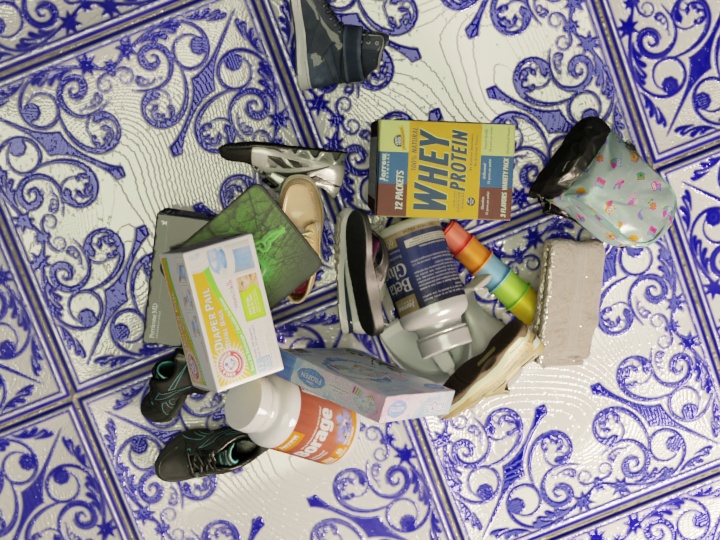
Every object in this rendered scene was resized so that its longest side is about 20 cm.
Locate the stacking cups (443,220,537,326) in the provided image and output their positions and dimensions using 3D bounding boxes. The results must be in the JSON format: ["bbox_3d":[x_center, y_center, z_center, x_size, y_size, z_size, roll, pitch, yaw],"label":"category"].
[{"bbox_3d":[0.208,-0.001,1.692,0.061,0.061,0.200,-45,94,3],"label":"stacking cups"}]

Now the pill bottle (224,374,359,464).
[{"bbox_3d":[-0.104,0.221,1.632,0.199,0.112,0.113,24,96,-41],"label":"pill bottle"}]

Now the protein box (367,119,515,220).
[{"bbox_3d":[0.113,-0.152,1.595,0.195,0.200,0.137,2,97,-2],"label":"protein box"}]

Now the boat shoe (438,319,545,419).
[{"bbox_3d":[0.198,0.167,1.640,0.076,0.072,0.200,38,112,-20],"label":"boat shoe"}]

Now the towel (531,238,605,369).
[{"bbox_3d":[0.322,0.051,1.677,0.131,0.034,0.203,0,99,-41],"label":"towel"}]

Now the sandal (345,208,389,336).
[{"bbox_3d":[0.015,-0.002,1.612,0.047,0.075,0.203,-18,117,-23],"label":"sandal"}]

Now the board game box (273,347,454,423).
[{"bbox_3d":[0.007,0.165,1.590,0.197,0.199,0.044,19,97,33],"label":"board game box"}]

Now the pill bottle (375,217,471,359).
[{"bbox_3d":[0.098,0.026,1.639,0.110,0.111,0.202,-20,82,0],"label":"pill bottle"}]

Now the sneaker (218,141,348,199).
[{"bbox_3d":[-0.121,-0.150,1.649,0.197,0.074,0.090,7,101,-7],"label":"sneaker"}]

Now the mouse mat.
[{"bbox_3d":[-0.176,-0.008,1.595,0.199,0.008,0.161,-40,97,3],"label":"mouse mat"}]

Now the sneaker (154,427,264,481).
[{"bbox_3d":[-0.232,0.283,1.688,0.198,0.079,0.076,-21,99,2],"label":"sneaker"}]

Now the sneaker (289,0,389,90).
[{"bbox_3d":[-0.031,-0.379,1.618,0.144,0.077,0.205,-3,107,9],"label":"sneaker"}]

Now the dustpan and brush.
[{"bbox_3d":[0.136,0.147,1.702,0.139,0.057,0.201,-33,97,2],"label":"dustpan and brush"}]

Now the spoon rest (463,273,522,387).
[{"bbox_3d":[0.204,0.096,1.686,0.099,0.060,0.202,-35,117,-28],"label":"spoon rest"}]

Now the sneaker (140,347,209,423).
[{"bbox_3d":[-0.290,0.167,1.642,0.079,0.076,0.199,25,137,-30],"label":"sneaker"}]

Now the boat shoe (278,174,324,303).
[{"bbox_3d":[-0.091,-0.043,1.638,0.073,0.069,0.203,-1,116,-2],"label":"boat shoe"}]

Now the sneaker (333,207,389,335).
[{"bbox_3d":[0.000,0.000,1.676,0.079,0.077,0.203,-4,107,-2],"label":"sneaker"}]

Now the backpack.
[{"bbox_3d":[0.381,-0.118,1.649,0.199,0.127,0.167,39,91,-9],"label":"backpack"}]

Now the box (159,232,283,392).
[{"bbox_3d":[-0.197,0.059,1.530,0.111,0.101,0.203,-18,99,-28],"label":"box"}]

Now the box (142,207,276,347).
[{"bbox_3d":[-0.228,0.017,1.650,0.179,0.104,0.203,8,96,-5],"label":"box"}]
